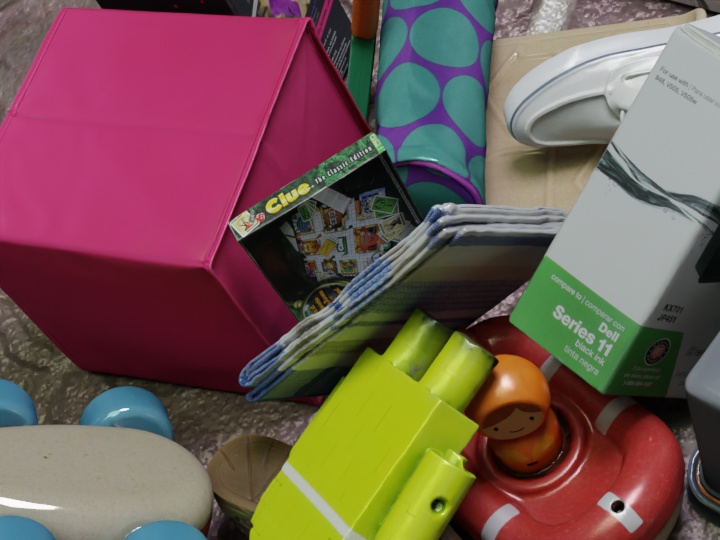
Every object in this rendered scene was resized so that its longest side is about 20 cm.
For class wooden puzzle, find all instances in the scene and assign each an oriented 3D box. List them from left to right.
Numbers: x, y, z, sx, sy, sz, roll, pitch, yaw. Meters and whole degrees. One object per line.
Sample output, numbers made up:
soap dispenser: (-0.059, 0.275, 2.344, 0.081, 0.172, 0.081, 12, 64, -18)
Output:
wooden puzzle: (0.146, -0.086, 1.157, 0.200, 0.046, 0.186, -8, 56, 24)

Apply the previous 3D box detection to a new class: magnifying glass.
magnifying glass: (0.001, -0.159, 1.169, 0.022, 0.200, 0.080, 8, 62, -1)

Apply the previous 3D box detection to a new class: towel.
towel: (0.031, 0.020, 1.024, 0.200, 0.147, 0.024, -41, 65, 34)

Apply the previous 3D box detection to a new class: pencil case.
pencil case: (0.049, -0.122, 1.145, 0.085, 0.092, 0.200, 4, 57, 3)

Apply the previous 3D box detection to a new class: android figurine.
android figurine: (0.002, 0.118, 0.965, 0.200, 0.041, 0.182, -57, 23, -3)

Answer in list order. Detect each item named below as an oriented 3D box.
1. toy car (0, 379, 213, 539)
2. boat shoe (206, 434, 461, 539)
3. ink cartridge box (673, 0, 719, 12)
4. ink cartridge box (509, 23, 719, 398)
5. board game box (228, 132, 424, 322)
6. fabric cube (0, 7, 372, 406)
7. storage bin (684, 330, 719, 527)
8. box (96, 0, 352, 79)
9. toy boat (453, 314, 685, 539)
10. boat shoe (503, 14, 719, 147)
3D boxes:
toy car: (-0.193, 0.201, 1.054, 0.177, 0.200, 0.184, 5, 27, -20)
boat shoe: (-0.009, 0.169, 1.051, 0.200, 0.063, 0.073, 28, 57, 31)
ink cartridge box: (0.258, -0.268, 1.199, 0.200, 0.085, 0.146, 21, 69, 34)
ink cartridge box: (0.199, -0.029, 0.981, 0.083, 0.146, 0.200, 40, 111, 35)
board game box: (0.000, 0.000, 1.061, 0.105, 0.200, 0.023, -33, 53, -1)
fabric cube: (-0.117, -0.046, 1.143, 0.199, 0.196, 0.200, 6, 61, 26)
storage bin: (0.276, 0.058, 0.949, 0.145, 0.134, 0.200, 29, 74, 34)
box: (-0.100, -0.193, 1.228, 0.122, 0.200, 0.106, 8, 62, 28)
toy boat: (0.099, 0.097, 0.999, 0.131, 0.131, 0.200, -44, 53, -8)
boat shoe: (0.189, -0.113, 1.073, 0.200, 0.074, 0.065, -18, 48, 18)
